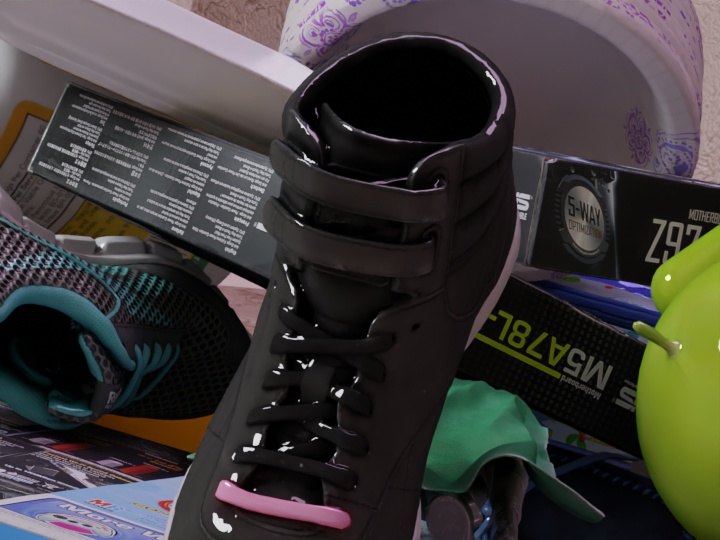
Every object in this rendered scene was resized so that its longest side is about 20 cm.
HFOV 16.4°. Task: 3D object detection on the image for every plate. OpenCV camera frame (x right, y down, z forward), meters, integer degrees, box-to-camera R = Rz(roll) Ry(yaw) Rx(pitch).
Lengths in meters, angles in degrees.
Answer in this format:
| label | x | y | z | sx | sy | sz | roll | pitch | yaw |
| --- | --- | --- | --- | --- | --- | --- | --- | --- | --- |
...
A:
| label | x | y | z | sx | sy | sz | roll | pitch | yaw |
| --- | --- | --- | --- | --- | --- | --- | --- | --- | --- |
| plate | -0.091 | -0.092 | 0.989 | 0.199 | 0.032 | 0.200 | 22 | 8 | -22 |

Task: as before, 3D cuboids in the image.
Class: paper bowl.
| label | x | y | z | sx | sy | sz | roll | pitch | yaw |
| --- | --- | --- | --- | --- | --- | --- | --- | --- | --- |
| paper bowl | 0.062 | -0.096 | 1.176 | 0.200 | 0.201 | 0.105 | 13 | 47 | -2 |

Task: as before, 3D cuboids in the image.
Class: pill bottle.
| label | x | y | z | sx | sy | sz | roll | pitch | yaw |
| --- | --- | --- | --- | --- | --- | --- | --- | --- | --- |
| pill bottle | -0.144 | -0.067 | 1.105 | 0.200 | 0.113 | 0.113 | 22 | -1 | -33 |

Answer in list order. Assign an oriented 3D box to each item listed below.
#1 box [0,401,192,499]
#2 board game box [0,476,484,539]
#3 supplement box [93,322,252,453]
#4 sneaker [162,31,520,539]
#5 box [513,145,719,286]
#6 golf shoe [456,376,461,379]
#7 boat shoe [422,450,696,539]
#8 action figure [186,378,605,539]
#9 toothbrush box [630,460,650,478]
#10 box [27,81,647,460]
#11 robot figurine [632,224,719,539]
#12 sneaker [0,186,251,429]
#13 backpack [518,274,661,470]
| label | x | y | z | sx | sy | sz | roll | pitch | yaw |
| --- | --- | --- | --- | --- | --- | --- | --- | --- | --- |
| box | -0.161 | 0.070 | 0.883 | 0.199 | 0.050 | 0.158 | 15 | 4 | 17 |
| board game box | 0.006 | 0.117 | 0.755 | 0.199 | 0.056 | 0.196 | 15 | 4 | 22 |
| supplement box | -0.121 | 0.046 | 1.162 | 0.126 | 0.074 | 0.200 | 13 | 6 | -11 |
| sneaker | -0.010 | 0.020 | 0.656 | 0.070 | 0.200 | 0.099 | 14 | -35 | 17 |
| box | 0.116 | -0.020 | 1.041 | 0.199 | 0.044 | 0.160 | 9 | 5 | -27 |
| golf shoe | 0.057 | 0.081 | 1.133 | 0.077 | 0.095 | 0.200 | 14 | 2 | 22 |
| boat shoe | 0.034 | 0.101 | 0.964 | 0.199 | 0.084 | 0.069 | 1 | -21 | 24 |
| action figure | 0.020 | 0.060 | 0.794 | 0.118 | 0.055 | 0.200 | 12 | 8 | 6 |
| toothbrush box | 0.215 | 0.099 | 1.036 | 0.199 | 0.147 | 0.085 | 12 | 3 | -7 |
| box | 0.000 | 0.000 | 0.955 | 0.193 | 0.048 | 0.200 | 23 | 0 | -40 |
| robot figurine | 0.179 | 0.050 | 0.894 | 0.200 | 0.116 | 0.176 | 4 | 40 | -45 |
| sneaker | -0.105 | 0.029 | 0.911 | 0.200 | 0.078 | 0.091 | 23 | 22 | -46 |
| backpack | 0.133 | 0.048 | 1.296 | 0.182 | 0.148 | 0.200 | 15 | -3 | 22 |
